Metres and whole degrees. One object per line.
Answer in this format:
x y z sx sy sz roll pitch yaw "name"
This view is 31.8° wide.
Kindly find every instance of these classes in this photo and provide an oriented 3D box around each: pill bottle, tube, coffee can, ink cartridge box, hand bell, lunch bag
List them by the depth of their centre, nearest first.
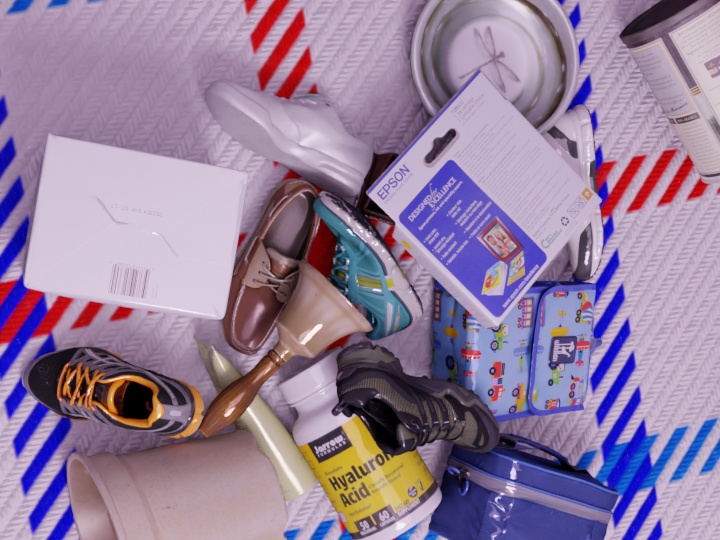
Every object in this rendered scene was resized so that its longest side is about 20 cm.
-0.092 0.096 1.302 0.104 0.104 0.200 45 84 -13 "hand bell"
0.130 -0.076 1.351 0.200 0.047 0.198 44 71 -5 "ink cartridge box"
-0.116 0.157 1.364 0.058 0.052 0.201 -24 107 32 "tube"
-0.006 0.189 1.368 0.111 0.111 0.201 -31 91 -12 "pill bottle"
0.177 0.255 1.407 0.199 0.136 0.133 21 85 -27 "lunch bag"
0.187 0.089 1.443 0.199 0.094 0.152 -1 98 -26 "lunch bag"
0.410 -0.223 1.453 0.146 0.146 0.201 -35 102 -11 "coffee can"

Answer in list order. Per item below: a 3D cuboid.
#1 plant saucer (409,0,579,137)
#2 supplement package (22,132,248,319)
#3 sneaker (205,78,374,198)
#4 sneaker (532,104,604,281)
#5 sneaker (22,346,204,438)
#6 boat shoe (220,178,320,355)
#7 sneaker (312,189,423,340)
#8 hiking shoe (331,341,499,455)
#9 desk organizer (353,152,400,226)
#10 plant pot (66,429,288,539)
0.146 -0.236 1.424 0.199 0.050 0.202 0 89 -13 "plant saucer"
-0.230 -0.044 1.254 0.190 0.200 0.148 10 90 -15 "supplement package"
-0.073 -0.163 1.368 0.199 0.075 0.089 31 72 -21 "sneaker"
0.235 -0.086 1.458 0.079 0.074 0.202 -8 91 0 "sneaker"
-0.260 0.121 1.287 0.199 0.077 0.079 8 86 17 "sneaker"
-0.096 -0.006 1.359 0.075 0.072 0.201 19 88 -15 "boat shoe"
0.000 0.000 1.366 0.079 0.078 0.200 -33 123 -1 "sneaker"
0.054 0.158 1.309 0.199 0.076 0.101 27 49 -16 "hiking shoe"
0.101 -0.068 1.409 0.199 0.077 0.072 18 87 -16 "desk organizer"
-0.181 0.255 1.299 0.182 0.200 0.202 -16 97 -25 "plant pot"
